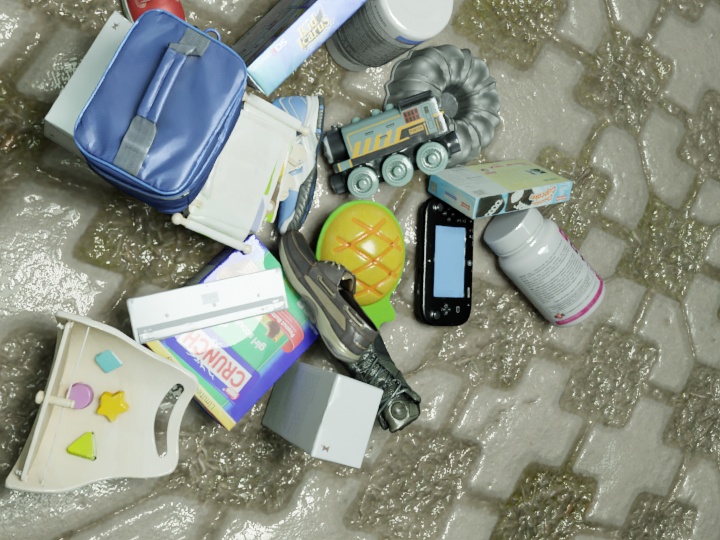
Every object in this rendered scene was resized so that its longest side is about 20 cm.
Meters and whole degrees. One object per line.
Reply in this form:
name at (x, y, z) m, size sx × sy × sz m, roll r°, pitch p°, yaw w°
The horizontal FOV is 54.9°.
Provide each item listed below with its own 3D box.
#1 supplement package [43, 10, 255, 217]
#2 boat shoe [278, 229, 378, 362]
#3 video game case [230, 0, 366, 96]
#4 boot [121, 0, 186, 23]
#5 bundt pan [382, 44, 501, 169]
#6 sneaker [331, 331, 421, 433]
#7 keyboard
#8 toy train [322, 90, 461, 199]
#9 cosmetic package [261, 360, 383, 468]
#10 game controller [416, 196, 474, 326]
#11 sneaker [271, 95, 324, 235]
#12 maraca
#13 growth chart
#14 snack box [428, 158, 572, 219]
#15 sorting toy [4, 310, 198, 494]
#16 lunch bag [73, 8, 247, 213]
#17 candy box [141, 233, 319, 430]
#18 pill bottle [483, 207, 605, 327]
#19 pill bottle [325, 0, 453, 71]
supplement package at (-0.264, -0.185, 0.869) m, size 0.199 × 0.111 × 0.157 m, roll 32°, pitch 76°, yaw -21°
boat shoe at (-0.038, 0.024, 0.923) m, size 0.073 × 0.074 × 0.201 m, roll -35°, pitch 74°, yaw 13°
video game case at (-0.082, -0.316, 0.890) m, size 0.200 × 0.181 × 0.045 m, roll -44°, pitch 118°, yaw -1°
boot at (-0.256, -0.367, 0.856) m, size 0.072 × 0.144 × 0.202 m, roll -25°, pitch 101°, yaw -25°
bundt pan at (0.139, -0.259, 1.081) m, size 0.200 × 0.076 × 0.205 m, roll 1°, pitch 88°, yaw -25°
sneaker at (0.027, 0.151, 0.977) m, size 0.076 × 0.114 × 0.200 m, roll -34°, pitch 119°, yaw -7°
keyboard at (-0.189, 0.043, 0.877) m, size 0.198 × 0.011 × 0.057 m, roll -13°, pitch 86°, yaw -23°
toy train at (0.043, -0.180, 1.000) m, size 0.198 × 0.085 × 0.115 m, roll -18°, pitch 102°, yaw 8°
cosmetic package at (-0.056, 0.182, 0.914) m, size 0.071 × 0.200 × 0.102 m, roll 22°, pitch 81°, yaw -23°
game controller at (0.136, -0.013, 1.095) m, size 0.103 × 0.042 × 0.203 m, roll 2°, pitch 89°, yaw -25°
sneaker at (-0.098, -0.148, 0.979) m, size 0.076 × 0.076 × 0.203 m, roll 8°, pitch 86°, yaw -2°
maraca at (0.000, 0.000, 0.997) m, size 0.135 × 0.107 × 0.203 m, roll -1°, pitch 101°, yaw -16°
growth chart at (-0.140, -0.121, 0.875) m, size 0.144 × 0.018 × 0.202 m, roll 33°, pitch 77°, yaw -47°
snack box at (0.220, -0.132, 1.087) m, size 0.198 × 0.116 × 0.037 m, roll -12°, pitch 123°, yaw -29°
sorting toy at (-0.295, 0.167, 0.832) m, size 0.178 × 0.107 × 0.202 m, roll 16°, pitch 85°, yaw -12°
lunch bag at (-0.206, -0.174, 0.749) m, size 0.135 × 0.132 × 0.202 m, roll 27°, pitch 81°, yaw -11°
candy box at (-0.170, 0.079, 0.929) m, size 0.200 × 0.077 × 0.169 m, roll -45°, pitch 106°, yaw -18°
pill bottle at (0.298, -0.012, 1.132) m, size 0.200 × 0.113 × 0.114 m, roll 45°, pitch 72°, yaw -18°
pill bottle at (0.030, -0.349, 0.961) m, size 0.113 × 0.199 × 0.115 m, roll 0°, pitch 90°, yaw -26°
